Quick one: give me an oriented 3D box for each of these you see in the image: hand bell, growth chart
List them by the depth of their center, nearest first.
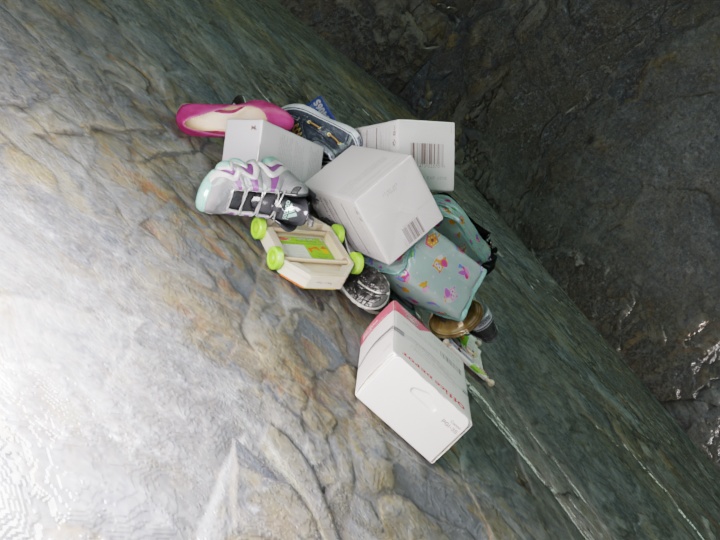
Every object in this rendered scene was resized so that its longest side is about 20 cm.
[{"bbox_3d":[0.149,0.013,1.566,0.103,0.104,0.203,31,31,-39],"label":"hand bell"},{"bbox_3d":[0.190,0.135,1.625,0.144,0.018,0.201,41,15,-11],"label":"growth chart"}]

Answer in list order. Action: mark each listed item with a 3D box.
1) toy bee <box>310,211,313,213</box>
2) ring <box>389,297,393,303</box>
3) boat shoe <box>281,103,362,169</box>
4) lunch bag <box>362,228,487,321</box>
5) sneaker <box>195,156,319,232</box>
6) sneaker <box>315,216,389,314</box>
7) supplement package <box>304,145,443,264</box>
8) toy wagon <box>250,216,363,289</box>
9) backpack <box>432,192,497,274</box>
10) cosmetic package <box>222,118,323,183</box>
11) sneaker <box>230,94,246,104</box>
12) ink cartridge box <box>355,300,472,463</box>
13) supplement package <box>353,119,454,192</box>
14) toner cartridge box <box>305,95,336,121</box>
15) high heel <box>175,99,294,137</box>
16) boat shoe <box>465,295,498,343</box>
[{"bbox_3d":[-0.064,-0.168,1.582,0.130,0.109,0.201,37,17,-30],"label":"toy bee"},{"bbox_3d":[0.000,0.000,1.479,0.200,0.019,0.201,41,17,-15],"label":"ring"},{"bbox_3d":[-0.098,-0.240,1.526,0.197,0.072,0.091,23,43,31],"label":"boat shoe"},{"bbox_3d":[0.084,-0.006,1.442,0.169,0.124,0.198,35,-13,-31],"label":"lunch bag"},{"bbox_3d":[-0.126,-0.096,1.187,0.139,0.079,0.199,34,32,18],"label":"sneaker"},{"bbox_3d":[-0.028,-0.003,1.347,0.200,0.074,0.080,48,-9,23],"label":"sneaker"},{"bbox_3d":[0.015,-0.109,1.348,0.121,0.121,0.199,58,-16,-26],"label":"supplement package"},{"bbox_3d":[-0.088,-0.048,1.265,0.153,0.040,0.201,4,37,-36],"label":"toy wagon"},{"bbox_3d":[0.183,-0.061,1.781,0.202,0.165,0.127,55,15,-21],"label":"backpack"},{"bbox_3d":[-0.140,-0.172,1.378,0.070,0.104,0.199,6,-2,26],"label":"cosmetic package"},{"bbox_3d":[-0.179,-0.245,1.542,0.114,0.076,0.201,33,16,-28],"label":"sneaker"},{"bbox_3d":[0.071,0.145,1.162,0.146,0.083,0.200,42,15,-9],"label":"ink cartridge box"},{"bbox_3d":[0.070,-0.198,1.505,0.114,0.120,0.199,-2,5,-24],"label":"supplement package"},{"bbox_3d":[-0.046,-0.254,1.715,0.095,0.043,0.202,52,9,-52],"label":"toner cartridge box"},{"bbox_3d":[-0.199,-0.241,1.375,0.195,0.069,0.096,8,20,-17],"label":"high heel"},{"bbox_3d":[0.212,0.083,1.635,0.069,0.073,0.199,55,-8,-22],"label":"boat shoe"}]
